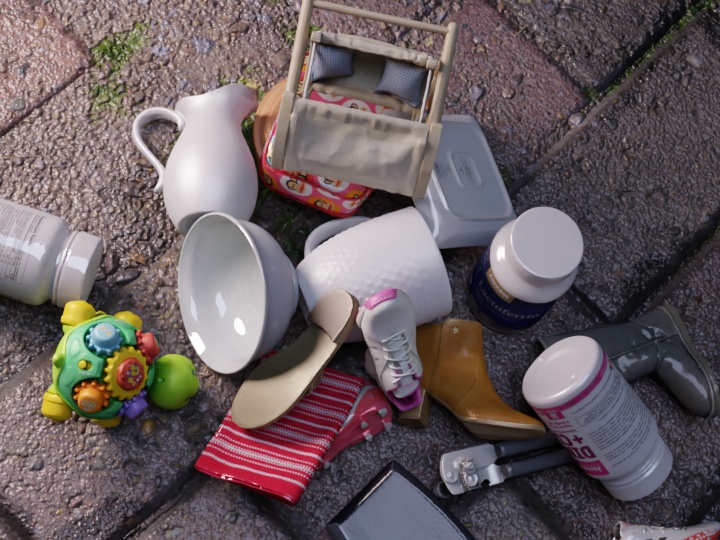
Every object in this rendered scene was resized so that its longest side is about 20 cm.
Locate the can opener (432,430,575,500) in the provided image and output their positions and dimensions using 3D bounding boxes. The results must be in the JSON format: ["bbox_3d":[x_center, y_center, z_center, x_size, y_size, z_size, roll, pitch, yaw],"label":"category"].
[{"bbox_3d":[0.183,0.242,1.712,0.199,0.066,0.053,-11,77,-23],"label":"can opener"}]

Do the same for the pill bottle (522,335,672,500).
[{"bbox_3d":[0.301,0.188,1.683,0.113,0.113,0.200,-50,114,-21],"label":"pill bottle"}]

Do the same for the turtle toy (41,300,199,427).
[{"bbox_3d":[-0.287,0.122,1.627,0.199,0.101,0.147,16,84,-47],"label":"turtle toy"}]

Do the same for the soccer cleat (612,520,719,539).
[{"bbox_3d":[0.364,0.348,1.699,0.199,0.069,0.086,-23,80,-12],"label":"soccer cleat"}]

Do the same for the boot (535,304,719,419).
[{"bbox_3d":[0.351,0.140,1.769,0.199,0.073,0.182,-15,61,-21],"label":"boot"}]

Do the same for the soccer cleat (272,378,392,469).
[{"bbox_3d":[-0.053,0.204,1.687,0.199,0.067,0.077,-27,41,-10],"label":"soccer cleat"}]

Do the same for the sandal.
[{"bbox_3d":[-0.064,0.120,1.645,0.212,0.070,0.078,-50,55,6],"label":"sandal"}]

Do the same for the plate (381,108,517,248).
[{"bbox_3d":[0.130,-0.128,1.788,0.199,0.032,0.201,-4,69,-48],"label":"plate"}]

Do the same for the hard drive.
[{"bbox_3d":[0.067,0.345,1.650,0.135,0.042,0.200,-43,82,-9],"label":"hard drive"}]

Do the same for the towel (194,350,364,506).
[{"bbox_3d":[-0.098,0.188,1.648,0.144,0.023,0.200,16,52,20],"label":"towel"}]

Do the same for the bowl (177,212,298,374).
[{"bbox_3d":[-0.140,0.024,1.677,0.090,0.201,0.202,-7,70,-38],"label":"bowl"}]

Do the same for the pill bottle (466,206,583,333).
[{"bbox_3d":[0.212,-0.001,1.725,0.115,0.200,0.116,3,69,-8],"label":"pill bottle"}]

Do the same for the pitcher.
[{"bbox_3d":[-0.218,-0.137,1.754,0.170,0.121,0.201,-7,59,8],"label":"pitcher"}]

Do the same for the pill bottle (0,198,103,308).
[{"bbox_3d":[-0.428,-0.024,1.659,0.199,0.113,0.114,18,68,-3],"label":"pill bottle"}]

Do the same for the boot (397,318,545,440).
[{"bbox_3d":[0.146,0.134,1.709,0.200,0.071,0.145,6,67,18],"label":"boot"}]

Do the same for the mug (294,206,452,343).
[{"bbox_3d":[0.000,0.000,1.731,0.174,0.148,0.200,-20,45,-9],"label":"mug"}]

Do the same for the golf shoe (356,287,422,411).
[{"bbox_3d":[0.046,0.097,1.628,0.075,0.200,0.092,-24,57,-8],"label":"golf shoe"}]

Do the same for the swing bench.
[{"bbox_3d":[0.004,-0.213,1.673,0.198,0.130,0.201,11,72,-3],"label":"swing bench"}]

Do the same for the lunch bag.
[{"bbox_3d":[-0.028,-0.178,1.777,0.175,0.082,0.201,22,68,-3],"label":"lunch bag"}]

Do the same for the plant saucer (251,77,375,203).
[{"bbox_3d":[-0.048,-0.184,1.836,0.199,0.032,0.202,3,71,-8],"label":"plant saucer"}]
